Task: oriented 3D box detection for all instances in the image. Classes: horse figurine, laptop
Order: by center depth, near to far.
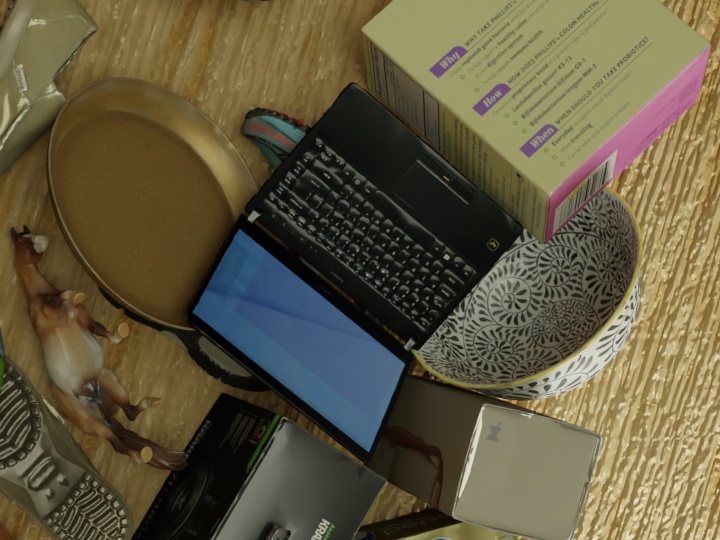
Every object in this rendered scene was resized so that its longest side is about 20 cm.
[{"bbox_3d":[0.000,0.000,1.225,0.177,0.103,0.200,40,97,-15],"label":"laptop"},{"bbox_3d":[-0.198,0.068,1.232,0.050,0.132,0.200,-34,115,-28],"label":"horse figurine"}]

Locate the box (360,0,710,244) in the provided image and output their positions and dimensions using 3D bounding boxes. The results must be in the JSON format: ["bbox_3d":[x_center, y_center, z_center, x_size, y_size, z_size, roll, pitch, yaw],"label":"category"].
[{"bbox_3d":[0.131,-0.156,1.292,0.176,0.097,0.200,-43,72,-13],"label":"box"}]

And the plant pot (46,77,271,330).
[{"bbox_3d":[-0.148,-0.045,1.216,0.200,0.027,0.201,26,50,-35],"label":"plant pot"}]

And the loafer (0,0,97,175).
[{"bbox_3d":[-0.248,-0.117,1.215,0.068,0.076,0.201,23,84,-11],"label":"loafer"}]

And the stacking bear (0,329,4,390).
[{"bbox_3d":[-0.301,0.090,1.153,0.113,0.121,0.201,-4,78,4],"label":"stacking bear"}]

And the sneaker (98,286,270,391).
[{"bbox_3d":[-0.128,0.005,1.284,0.200,0.077,0.089,42,48,-13],"label":"sneaker"}]

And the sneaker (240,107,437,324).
[{"bbox_3d":[-0.029,-0.038,1.296,0.096,0.079,0.200,-45,96,-2],"label":"sneaker"}]

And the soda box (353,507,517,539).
[{"bbox_3d":[0.024,0.234,1.325,0.199,0.068,0.064,-11,96,-17],"label":"soda box"}]

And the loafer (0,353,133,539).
[{"bbox_3d":[-0.246,0.135,1.237,0.076,0.068,0.200,-39,86,-14],"label":"loafer"}]

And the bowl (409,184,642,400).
[{"bbox_3d":[0.142,0.032,1.319,0.201,0.201,0.094,-48,132,-11],"label":"bowl"}]

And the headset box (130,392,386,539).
[{"bbox_3d":[-0.085,0.193,1.219,0.093,0.200,0.174,33,82,-16],"label":"headset box"}]

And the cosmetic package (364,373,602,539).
[{"bbox_3d":[0.087,0.138,1.274,0.103,0.200,0.088,17,88,-17],"label":"cosmetic package"}]

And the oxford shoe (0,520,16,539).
[{"bbox_3d":[-0.270,0.234,1.233,0.071,0.071,0.201,-34,112,-49],"label":"oxford shoe"}]
